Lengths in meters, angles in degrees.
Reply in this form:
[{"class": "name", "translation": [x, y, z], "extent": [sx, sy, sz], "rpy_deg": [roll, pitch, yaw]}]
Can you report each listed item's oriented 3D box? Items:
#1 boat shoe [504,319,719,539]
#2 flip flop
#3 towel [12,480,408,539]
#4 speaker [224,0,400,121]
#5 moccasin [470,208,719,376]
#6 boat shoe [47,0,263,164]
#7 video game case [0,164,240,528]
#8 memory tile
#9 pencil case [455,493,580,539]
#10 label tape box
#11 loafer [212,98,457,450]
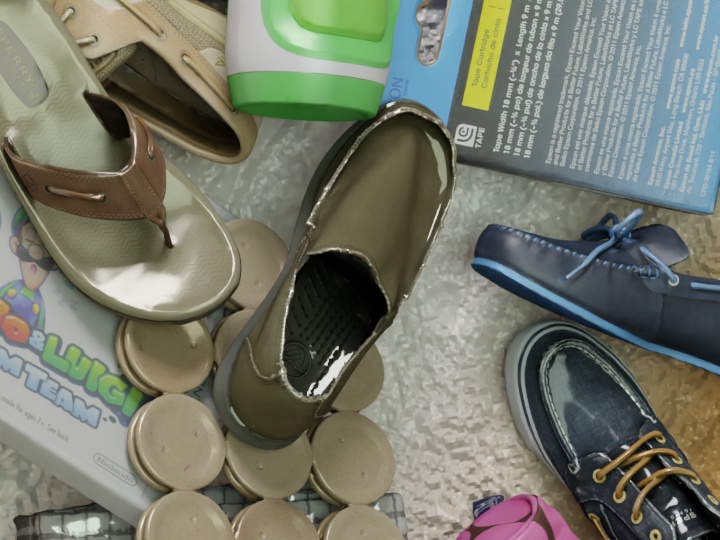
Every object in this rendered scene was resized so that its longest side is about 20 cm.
[{"class": "boat shoe", "translation": [0.153, 0.113, 1.544], "extent": [0.071, 0.091, 0.201], "rpy_deg": [-33, 98, -14]}, {"class": "flip flop", "translation": [-0.133, -0.058, 1.407], "extent": [0.081, 0.058, 0.200], "rpy_deg": [-34, 93, -16]}, {"class": "towel", "translation": [-0.071, 0.193, 1.482], "extent": [0.199, 0.086, 0.166], "rpy_deg": [-4, 82, -21]}, {"class": "speaker", "translation": [-0.022, -0.179, 1.457], "extent": [0.088, 0.088, 0.201], "rpy_deg": [4, 86, -16]}, {"class": "moccasin", "translation": [0.150, 0.005, 1.560], "extent": [0.200, 0.080, 0.068], "rpy_deg": [20, 91, -29]}, {"class": "boat shoe", "translation": [-0.133, -0.122, 1.464], "extent": [0.200, 0.071, 0.065], "rpy_deg": [27, 46, -17]}, {"class": "video game case", "translation": [-0.145, 0.009, 1.440], "extent": [0.200, 0.024, 0.182], "rpy_deg": [35, 53, -20]}, {"class": "memory tile", "translation": [-0.052, 0.068, 1.453], "extent": [0.153, 0.017, 0.201], "rpy_deg": [6, 67, -31]}, {"class": "pencil case", "translation": [0.122, 0.211, 1.539], "extent": [0.200, 0.094, 0.091], "rpy_deg": [48, 33, -10]}, {"class": "label tape box", "translation": [0.103, -0.120, 1.542], "extent": [0.199, 0.063, 0.145], "rpy_deg": [12, 93, -15]}, {"class": "loafer", "translation": [0.000, 0.000, 1.441], "extent": [0.075, 0.070, 0.200], "rpy_deg": [33, 68, -17]}]
